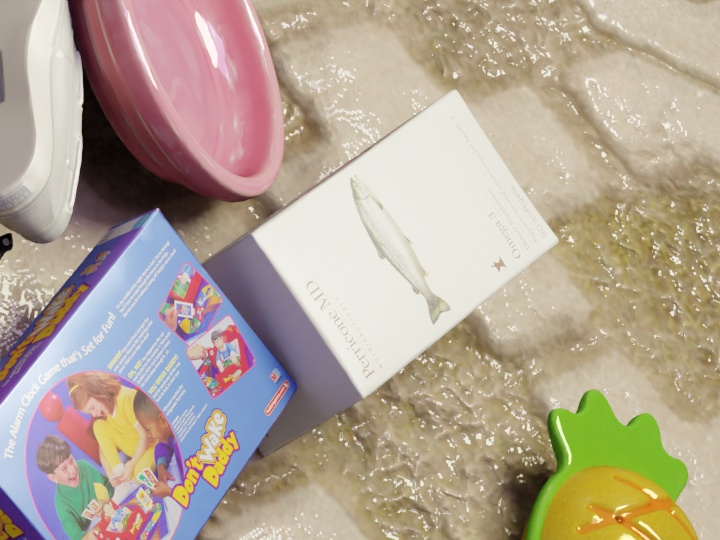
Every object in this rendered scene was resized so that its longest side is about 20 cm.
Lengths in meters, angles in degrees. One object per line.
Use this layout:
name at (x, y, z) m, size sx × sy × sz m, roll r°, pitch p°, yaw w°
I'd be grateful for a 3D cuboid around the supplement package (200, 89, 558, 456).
supplement package at (0.000, 0.000, 1.434) m, size 0.200 × 0.117 × 0.117 m, roll -37°, pitch 94°, yaw -40°

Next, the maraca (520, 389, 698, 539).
maraca at (0.155, 0.171, 1.469) m, size 0.137 × 0.107 × 0.201 m, roll 26°, pitch 55°, yaw -32°

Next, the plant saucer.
plant saucer at (-0.112, -0.132, 1.415) m, size 0.201 × 0.051 × 0.201 m, roll 54°, pitch 25°, yaw -39°

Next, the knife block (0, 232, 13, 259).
knife block at (-0.274, 0.012, 1.268) m, size 0.199 × 0.064 × 0.177 m, roll -13°, pitch 76°, yaw -38°

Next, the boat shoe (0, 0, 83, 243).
boat shoe at (-0.183, -0.104, 1.329) m, size 0.069 × 0.072 × 0.201 m, roll 55°, pitch 18°, yaw -51°

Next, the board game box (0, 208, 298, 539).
board game box at (-0.129, 0.082, 1.284) m, size 0.135 × 0.045 × 0.200 m, roll 53°, pitch 45°, yaw -18°
